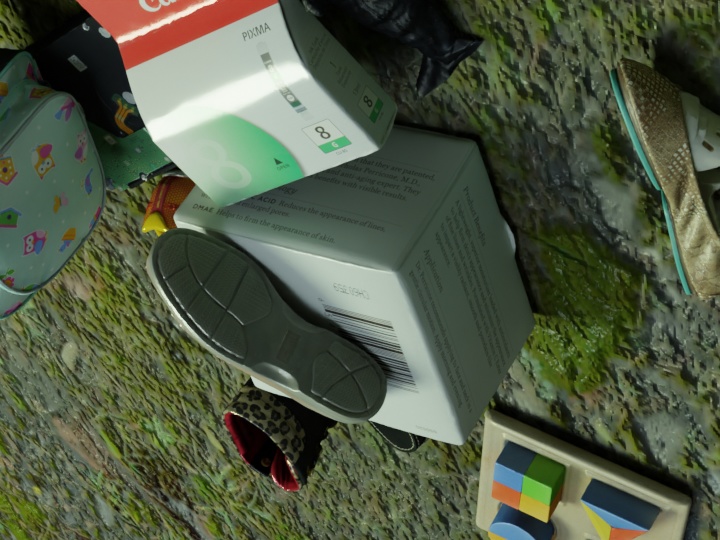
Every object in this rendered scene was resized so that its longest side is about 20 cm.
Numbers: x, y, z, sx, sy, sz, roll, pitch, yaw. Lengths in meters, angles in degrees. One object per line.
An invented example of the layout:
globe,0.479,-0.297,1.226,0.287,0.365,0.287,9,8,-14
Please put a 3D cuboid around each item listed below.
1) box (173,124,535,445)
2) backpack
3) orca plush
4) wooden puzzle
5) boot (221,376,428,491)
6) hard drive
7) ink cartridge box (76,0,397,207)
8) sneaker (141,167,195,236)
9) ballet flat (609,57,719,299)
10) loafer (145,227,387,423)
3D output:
box,0.000,0.000,1.530,0.199,0.131,0.199,14,144,32
backpack,-0.288,-0.063,1.600,0.153,0.176,0.200,24,153,23
orca plush,-0.018,-0.182,1.347,0.105,0.071,0.200,-7,131,48
wooden puzzle,0.179,0.214,1.750,0.184,0.046,0.200,23,148,17
boot,-0.027,0.118,1.704,0.073,0.151,0.200,4,139,40
hard drive,-0.184,-0.137,1.602,0.140,0.038,0.200,44,147,-17
ink cartridge box,-0.097,-0.138,1.381,0.160,0.050,0.200,-17,131,42
sneaker,-0.117,-0.002,1.688,0.073,0.077,0.200,3,148,40
ballet flat,0.216,-0.064,1.320,0.065,0.071,0.200,-14,134,17
loafer,-0.074,0.047,1.476,0.200,0.072,0.063,36,157,-10
